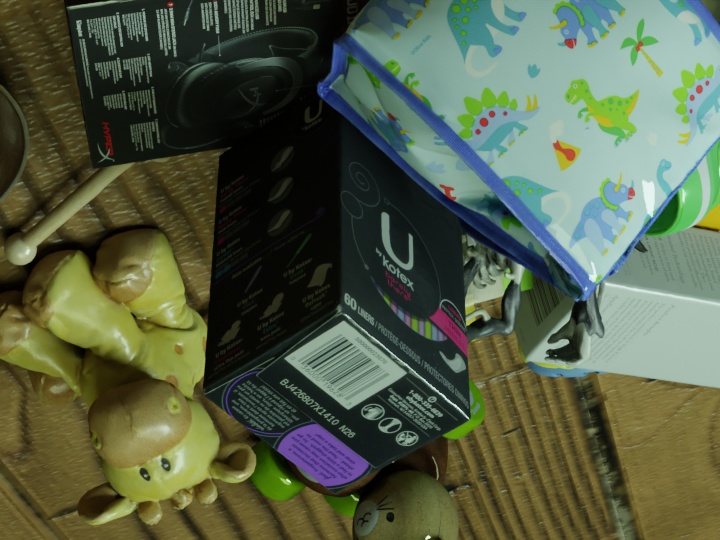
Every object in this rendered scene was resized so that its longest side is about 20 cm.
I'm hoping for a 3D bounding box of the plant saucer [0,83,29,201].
[{"bbox_3d":[-0.307,-0.084,1.229,0.198,0.035,0.201,-11,146,-7],"label":"plant saucer"}]

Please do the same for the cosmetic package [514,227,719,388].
[{"bbox_3d":[0.215,0.022,1.426,0.198,0.075,0.102,9,141,-30],"label":"cosmetic package"}]

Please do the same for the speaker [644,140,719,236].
[{"bbox_3d":[0.241,-0.099,1.290,0.199,0.088,0.089,-33,158,-33],"label":"speaker"}]

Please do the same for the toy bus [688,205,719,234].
[{"bbox_3d":[0.226,-0.058,1.438,0.077,0.066,0.201,4,143,-22],"label":"toy bus"}]

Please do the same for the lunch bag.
[{"bbox_3d":[0.103,-0.108,1.119,0.170,0.200,0.127,-49,177,-12],"label":"lunch bag"}]

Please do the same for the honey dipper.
[{"bbox_3d":[-0.175,-0.059,1.314,0.038,0.038,0.199,22,135,-41],"label":"honey dipper"}]

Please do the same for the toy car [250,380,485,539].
[{"bbox_3d":[0.019,0.196,1.602,0.157,0.202,0.164,18,135,-39],"label":"toy car"}]

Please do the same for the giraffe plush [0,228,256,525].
[{"bbox_3d":[-0.161,0.093,1.419,0.172,0.163,0.199,-33,141,26],"label":"giraffe plush"}]

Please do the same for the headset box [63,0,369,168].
[{"bbox_3d":[-0.075,-0.148,1.184,0.198,0.078,0.149,-11,147,-7],"label":"headset box"}]

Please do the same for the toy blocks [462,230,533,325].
[{"bbox_3d":[0.000,0.000,1.389,0.198,0.101,0.136,-13,-166,-28],"label":"toy blocks"}]

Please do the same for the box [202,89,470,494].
[{"bbox_3d":[-0.012,0.006,1.162,0.106,0.201,0.122,-31,127,26],"label":"box"}]

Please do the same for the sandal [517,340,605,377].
[{"bbox_3d":[0.223,0.046,1.578,0.198,0.080,0.087,-13,150,1],"label":"sandal"}]

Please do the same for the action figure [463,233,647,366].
[{"bbox_3d":[0.106,0.001,1.298,0.199,0.119,0.103,-28,140,-27],"label":"action figure"}]

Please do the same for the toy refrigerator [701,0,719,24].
[{"bbox_3d":[0.172,-0.222,1.170,0.069,0.076,0.200,-26,145,16],"label":"toy refrigerator"}]
